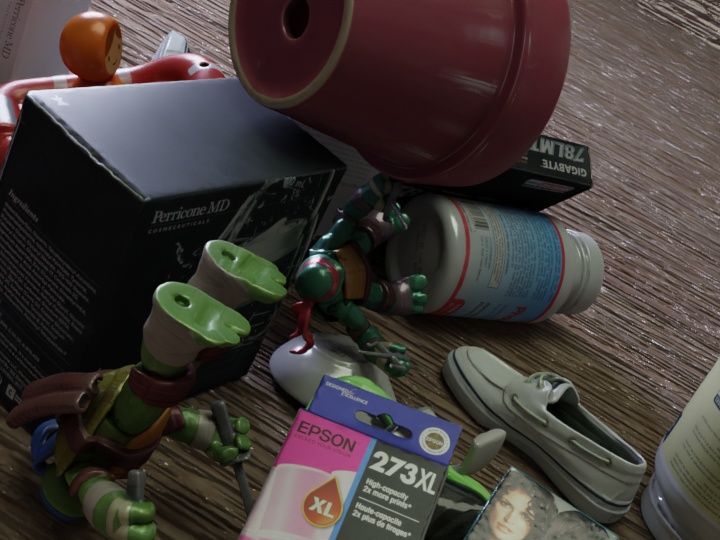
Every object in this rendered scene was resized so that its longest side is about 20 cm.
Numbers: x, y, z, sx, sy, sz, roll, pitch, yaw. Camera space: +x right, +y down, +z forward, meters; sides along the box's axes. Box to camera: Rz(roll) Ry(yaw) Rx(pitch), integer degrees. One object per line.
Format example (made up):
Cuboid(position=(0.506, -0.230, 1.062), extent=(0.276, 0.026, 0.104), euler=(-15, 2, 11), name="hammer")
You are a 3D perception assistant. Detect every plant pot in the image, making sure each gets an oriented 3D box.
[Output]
Cuboid(position=(0.016, -0.165, 0.831), extent=(0.178, 0.201, 0.200), euler=(3, 35, -43), name="plant pot")

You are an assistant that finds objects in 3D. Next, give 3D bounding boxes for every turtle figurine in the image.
Cuboid(position=(-0.092, 0.098, 0.668), extent=(0.143, 0.195, 0.200), euler=(-2, 41, -46), name="turtle figurine")
Cuboid(position=(0.000, 0.000, 0.917), extent=(0.100, 0.151, 0.200), euler=(2, 7, 14), name="turtle figurine")

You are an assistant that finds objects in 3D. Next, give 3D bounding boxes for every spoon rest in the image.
Cuboid(position=(0.014, 0.105, 0.909), extent=(0.199, 0.061, 0.099), euler=(28, 23, 33), name="spoon rest")

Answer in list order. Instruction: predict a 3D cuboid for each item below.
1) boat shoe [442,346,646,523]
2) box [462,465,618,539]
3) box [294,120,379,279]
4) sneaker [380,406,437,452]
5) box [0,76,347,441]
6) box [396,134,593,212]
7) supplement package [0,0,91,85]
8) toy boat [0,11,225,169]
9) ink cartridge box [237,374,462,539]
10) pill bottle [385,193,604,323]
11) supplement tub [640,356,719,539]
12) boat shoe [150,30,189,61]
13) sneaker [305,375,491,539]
Cuboid(position=(0.155, 0.116, 0.985), extent=(0.200, 0.067, 0.073), euler=(41, 30, 25), name="boat shoe")
Cuboid(position=(0.072, 0.213, 0.695), extent=(0.082, 0.049, 0.200), euler=(32, 48, 11), name="box")
Cuboid(position=(-0.054, -0.116, 1.058), extent=(0.106, 0.201, 0.153), euler=(14, 29, -24), name="box")
Cuboid(position=(0.003, 0.170, 0.726), extent=(0.080, 0.070, 0.201), euler=(39, 56, -3), name="sneaker")
Cuboid(position=(-0.143, -0.014, 0.808), extent=(0.124, 0.197, 0.200), euler=(39, 30, 23), name="box")
Cuboid(position=(0.083, -0.083, 1.142), extent=(0.199, 0.198, 0.050), euler=(8, 71, -34), name="box")
Cuboid(position=(-0.370, -0.258, 1.114), extent=(0.199, 0.122, 0.120), euler=(28, 28, 5), name="supplement package")
Cuboid(position=(-0.201, -0.138, 0.928), extent=(0.199, 0.131, 0.131), euler=(-10, 40, -18), name="toy boat")
Cuboid(position=(-0.013, 0.144, 0.667), extent=(0.094, 0.037, 0.201), euler=(20, 51, 7), name="ink cartridge box")
Cuboid(position=(0.131, -0.007, 1.131), extent=(0.199, 0.109, 0.109), euler=(7, 33, -33), name="pill bottle")
Cuboid(position=(0.324, 0.141, 0.944), extent=(0.144, 0.201, 0.145), euler=(20, 28, -11), name="supplement tub")
Cuboid(position=(-0.182, -0.163, 1.189), extent=(0.071, 0.072, 0.201), euler=(24, 36, -23), name="boat shoe")
Cuboid(position=(0.032, 0.162, 0.814), extent=(0.200, 0.077, 0.084), euler=(41, 62, 17), name="sneaker")
